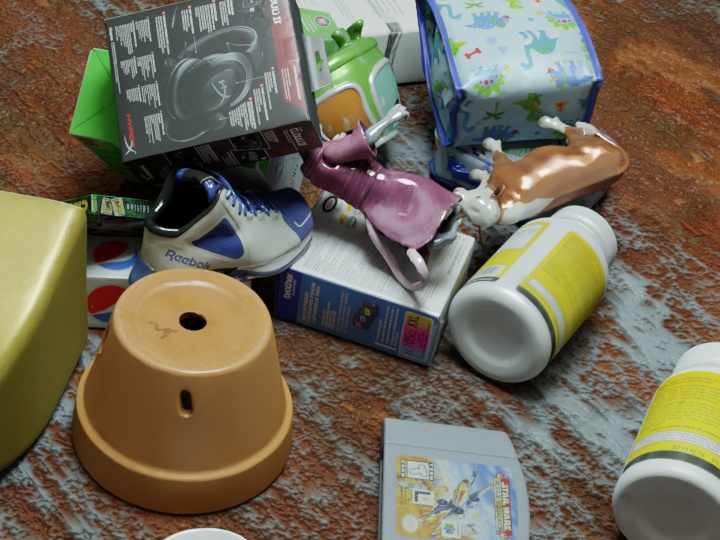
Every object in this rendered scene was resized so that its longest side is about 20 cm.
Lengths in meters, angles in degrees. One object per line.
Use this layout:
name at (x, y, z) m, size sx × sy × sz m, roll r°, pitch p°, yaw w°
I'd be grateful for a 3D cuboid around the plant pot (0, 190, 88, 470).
plant pot at (-0.354, 0.063, 1.337) m, size 0.195 × 0.195 × 0.201 m, roll 11°, pitch 48°, yaw 0°

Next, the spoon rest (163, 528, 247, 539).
spoon rest at (-0.112, 0.278, 1.226) m, size 0.099 × 0.061 × 0.200 m, roll -4°, pitch 42°, yaw -16°

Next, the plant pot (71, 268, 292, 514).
plant pot at (-0.151, 0.094, 1.374) m, size 0.199 × 0.140 × 0.200 m, roll 7°, pitch 40°, yaw -6°

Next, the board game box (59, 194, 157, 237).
board game box at (-0.215, -0.049, 1.514) m, size 0.104 × 0.024 × 0.200 m, roll -7°, pitch -7°, yaw 42°

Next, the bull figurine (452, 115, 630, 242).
bull figurine at (0.179, -0.099, 1.633) m, size 0.199 × 0.065 × 0.122 m, roll -16°, pitch 38°, yaw -11°

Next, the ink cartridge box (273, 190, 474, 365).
ink cartridge box at (0.000, 0.000, 1.566) m, size 0.199 × 0.077 × 0.137 m, roll 20°, pitch 41°, yaw 8°

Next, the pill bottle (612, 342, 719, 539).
pill bottle at (0.308, 0.161, 1.413) m, size 0.114 × 0.115 × 0.200 m, roll 21°, pitch 41°, yaw 13°

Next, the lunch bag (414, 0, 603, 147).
lunch bag at (0.158, -0.242, 1.731) m, size 0.169 × 0.128 × 0.201 m, roll -5°, pitch 57°, yaw -11°

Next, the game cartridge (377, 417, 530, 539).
game cartridge at (0.081, 0.212, 1.366) m, size 0.133 × 0.042 × 0.200 m, roll 4°, pitch 40°, yaw -1°

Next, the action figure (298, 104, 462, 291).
action figure at (0.000, -0.079, 1.518) m, size 0.199 × 0.134 × 0.149 m, roll 29°, pitch 68°, yaw -4°

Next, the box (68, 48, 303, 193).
box at (-0.168, -0.141, 1.593) m, size 0.199 × 0.177 × 0.097 m, roll 12°, pitch 79°, yaw 11°

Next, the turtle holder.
turtle holder at (-0.023, -0.190, 1.757) m, size 0.141 × 0.185 × 0.132 m, roll -34°, pitch 94°, yaw -7°

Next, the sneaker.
sneaker at (-0.126, -0.050, 1.459) m, size 0.199 × 0.116 × 0.080 m, roll -24°, pitch 48°, yaw -35°

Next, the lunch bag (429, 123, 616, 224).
lunch bag at (0.179, -0.126, 1.759) m, size 0.199 × 0.076 × 0.160 m, roll 26°, pitch 47°, yaw 19°

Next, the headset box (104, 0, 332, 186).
headset box at (-0.128, -0.178, 1.463) m, size 0.199 × 0.077 × 0.149 m, roll -12°, pitch 73°, yaw 5°

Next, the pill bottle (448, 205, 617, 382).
pill bottle at (0.180, 0.016, 1.559) m, size 0.112 × 0.112 × 0.200 m, roll 28°, pitch 43°, yaw 20°

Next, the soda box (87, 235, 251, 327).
soda box at (-0.208, 0.012, 1.513) m, size 0.199 × 0.068 × 0.064 m, roll 2°, pitch 40°, yaw -10°

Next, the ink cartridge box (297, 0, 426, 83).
ink cartridge box at (0.000, -0.297, 1.912) m, size 0.199 × 0.085 × 0.146 m, roll -7°, pitch 43°, yaw -21°
